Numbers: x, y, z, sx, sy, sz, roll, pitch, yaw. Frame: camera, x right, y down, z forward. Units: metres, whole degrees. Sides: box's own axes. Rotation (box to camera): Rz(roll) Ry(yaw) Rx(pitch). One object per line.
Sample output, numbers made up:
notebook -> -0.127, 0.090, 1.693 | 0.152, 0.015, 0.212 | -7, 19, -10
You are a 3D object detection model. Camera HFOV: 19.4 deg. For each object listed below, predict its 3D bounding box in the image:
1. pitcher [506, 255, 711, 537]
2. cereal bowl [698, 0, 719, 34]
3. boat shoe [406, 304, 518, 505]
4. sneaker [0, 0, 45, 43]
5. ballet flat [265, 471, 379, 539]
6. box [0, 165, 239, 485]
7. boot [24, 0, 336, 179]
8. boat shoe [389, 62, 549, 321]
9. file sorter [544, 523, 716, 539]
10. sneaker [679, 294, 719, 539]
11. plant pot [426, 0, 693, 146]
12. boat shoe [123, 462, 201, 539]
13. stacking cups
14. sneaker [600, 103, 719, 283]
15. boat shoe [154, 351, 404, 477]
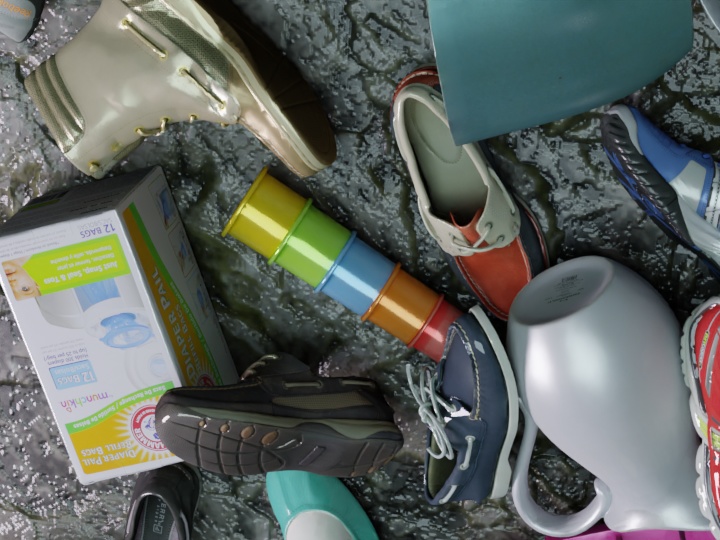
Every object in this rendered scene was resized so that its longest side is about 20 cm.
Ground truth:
pitcher -> 0.161, 0.099, 1.484 | 0.171, 0.121, 0.200 | -19, 117, 22
cereal bowl -> 0.304, -0.222, 1.332 | 0.200, 0.083, 0.200 | 3, 111, 8
boat shoe -> 0.070, 0.100, 1.490 | 0.062, 0.075, 0.200 | -15, 146, -10
sneaker -> -0.319, -0.211, 1.501 | 0.200, 0.074, 0.079 | 15, 119, 8
ballet flat -> -0.011, 0.233, 1.599 | 0.067, 0.070, 0.200 | -27, 102, 22
box -> -0.176, 0.041, 1.547 | 0.112, 0.101, 0.200 | -13, 107, 19
boot -> -0.128, -0.110, 1.489 | 0.200, 0.073, 0.155 | 46, 111, -3
boat shoe -> 0.075, -0.048, 1.473 | 0.071, 0.063, 0.200 | -18, 107, 18
file sorter -> 0.244, 0.258, 1.503 | 0.200, 0.125, 0.139 | -13, 108, 10
sneaker -> 0.264, 0.114, 1.394 | 0.077, 0.085, 0.200 | -18, 93, -17
plant pot -> 0.124, -0.190, 1.339 | 0.161, 0.201, 0.201 | -9, 109, 6
boat shoe -> -0.164, 0.240, 1.646 | 0.067, 0.057, 0.200 | 12, 113, 9
stacking cups -> 0.000, 0.000, 1.517 | 0.200, 0.061, 0.061 | 31, 115, -4
sneaker -> 0.245, -0.046, 1.437 | 0.200, 0.076, 0.077 | 43, 91, -5
boat shoe -> -0.063, 0.102, 1.519 | 0.200, 0.073, 0.074 | 11, 141, -35
